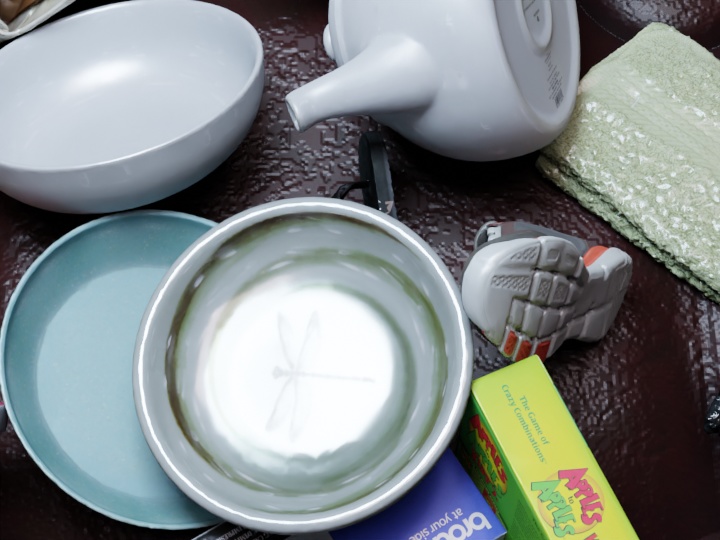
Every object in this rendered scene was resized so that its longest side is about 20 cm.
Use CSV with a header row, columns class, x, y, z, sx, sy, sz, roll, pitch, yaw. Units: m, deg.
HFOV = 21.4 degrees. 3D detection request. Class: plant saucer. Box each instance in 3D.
class,x,y,z,sx,sy,sz,roll,pitch,yaw
plant saucer,-0.120,0.062,1.146,0.198,0.036,0.202,7,65,-15
plant saucer,-0.031,0.058,1.107,0.198,0.050,0.202,-3,69,9

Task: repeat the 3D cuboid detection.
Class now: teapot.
class,x,y,z,sx,sy,sz,roll,pitch,yaw
teapot,0.046,-0.159,1.213,0.145,0.200,0.199,-8,71,26

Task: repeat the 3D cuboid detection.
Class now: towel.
class,x,y,z,sx,sy,sz,roll,pitch,yaw
towel,0.221,-0.069,1.248,0.200,0.037,0.148,41,69,18

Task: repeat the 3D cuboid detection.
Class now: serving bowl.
class,x,y,z,sx,sy,sz,roll,pitch,yaw
serving bowl,-0.154,-0.095,1.213,0.198,0.066,0.201,-7,36,5

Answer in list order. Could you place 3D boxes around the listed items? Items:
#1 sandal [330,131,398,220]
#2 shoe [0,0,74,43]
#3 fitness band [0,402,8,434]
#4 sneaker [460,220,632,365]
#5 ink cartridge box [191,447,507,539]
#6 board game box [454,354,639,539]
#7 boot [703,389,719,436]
class,x,y,z,sx,sy,sz,roll,pitch,yaw
sandal,0.000,0.000,1.181,0.048,0.075,0.202,0,62,-6
shoe,-0.226,-0.195,1.257,0.199,0.053,0.070,-28,109,6
fitness band,-0.276,0.088,1.062,0.142,0.200,0.038,5,88,3
sneaker,0.092,0.006,1.140,0.082,0.200,0.078,26,98,26
ink cartridge box,-0.023,0.170,1.107,0.199,0.044,0.094,-29,68,-16
board game box,0.120,0.160,1.084,0.047,0.102,0.201,-21,64,-14
boot,0.280,0.115,1.130,0.162,0.074,0.199,28,57,10
